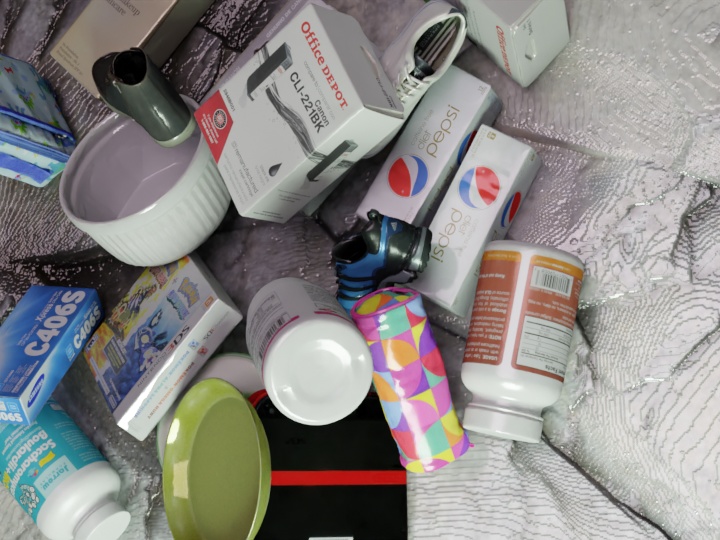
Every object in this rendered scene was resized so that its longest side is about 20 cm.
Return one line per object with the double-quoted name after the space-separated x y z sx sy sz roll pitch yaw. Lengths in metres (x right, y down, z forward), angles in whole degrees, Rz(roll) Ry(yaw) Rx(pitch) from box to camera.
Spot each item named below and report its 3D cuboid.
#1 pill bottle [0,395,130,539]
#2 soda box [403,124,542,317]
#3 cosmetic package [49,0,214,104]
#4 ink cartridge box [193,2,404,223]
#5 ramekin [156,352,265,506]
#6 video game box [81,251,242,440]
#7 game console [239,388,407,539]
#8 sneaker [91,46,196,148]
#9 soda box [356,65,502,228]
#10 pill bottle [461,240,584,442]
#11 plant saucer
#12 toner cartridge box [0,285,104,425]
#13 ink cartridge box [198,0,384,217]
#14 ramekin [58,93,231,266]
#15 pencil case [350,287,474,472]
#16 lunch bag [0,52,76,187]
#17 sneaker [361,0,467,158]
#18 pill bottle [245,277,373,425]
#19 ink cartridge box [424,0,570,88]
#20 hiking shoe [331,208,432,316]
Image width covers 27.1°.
-0.356 0.238 1.752 0.200 0.111 0.111 43 94 22 "pill bottle"
0.126 -0.055 1.671 0.068 0.064 0.202 26 89 22 "soda box"
-0.281 -0.309 1.867 0.103 0.073 0.201 40 94 22 "cosmetic package"
-0.068 -0.170 1.634 0.199 0.083 0.145 -38 66 26 "ink cartridge box"
-0.134 0.188 1.690 0.197 0.098 0.203 -4 77 18 "ramekin"
-0.233 0.073 1.724 0.183 0.047 0.200 -49 31 2 "video game box"
-0.037 0.219 1.617 0.031 0.198 0.179 -12 76 62 "game console"
-0.266 -0.229 1.725 0.075 0.107 0.200 -43 46 -11 "sneaker"
0.079 -0.128 1.695 0.068 0.064 0.201 30 89 23 "soda box"
0.169 0.077 1.600 0.111 0.112 0.203 9 82 21 "pill bottle"
-0.147 0.215 1.576 0.199 0.031 0.203 -12 75 52 "plant saucer"
-0.389 0.096 1.767 0.094 0.044 0.201 1 38 20 "toner cartridge box"
-0.062 -0.201 1.758 0.200 0.084 0.176 -46 67 4 "ink cartridge box"
-0.243 -0.100 1.758 0.198 0.105 0.202 -17 47 19 "ramekin"
0.055 0.116 1.600 0.087 0.089 0.202 -15 108 16 "pencil case"
-0.439 -0.190 1.828 0.082 0.200 0.162 -34 68 16 "lunch bag"
0.045 -0.212 1.646 0.073 0.071 0.201 32 90 -18 "sneaker"
-0.060 0.077 1.568 0.112 0.200 0.115 -3 105 -11 "pill bottle"
0.137 -0.320 1.678 0.084 0.146 0.200 -44 69 -5 "ink cartridge box"
0.000 0.000 1.654 0.200 0.086 0.075 -49 20 41 "hiking shoe"
